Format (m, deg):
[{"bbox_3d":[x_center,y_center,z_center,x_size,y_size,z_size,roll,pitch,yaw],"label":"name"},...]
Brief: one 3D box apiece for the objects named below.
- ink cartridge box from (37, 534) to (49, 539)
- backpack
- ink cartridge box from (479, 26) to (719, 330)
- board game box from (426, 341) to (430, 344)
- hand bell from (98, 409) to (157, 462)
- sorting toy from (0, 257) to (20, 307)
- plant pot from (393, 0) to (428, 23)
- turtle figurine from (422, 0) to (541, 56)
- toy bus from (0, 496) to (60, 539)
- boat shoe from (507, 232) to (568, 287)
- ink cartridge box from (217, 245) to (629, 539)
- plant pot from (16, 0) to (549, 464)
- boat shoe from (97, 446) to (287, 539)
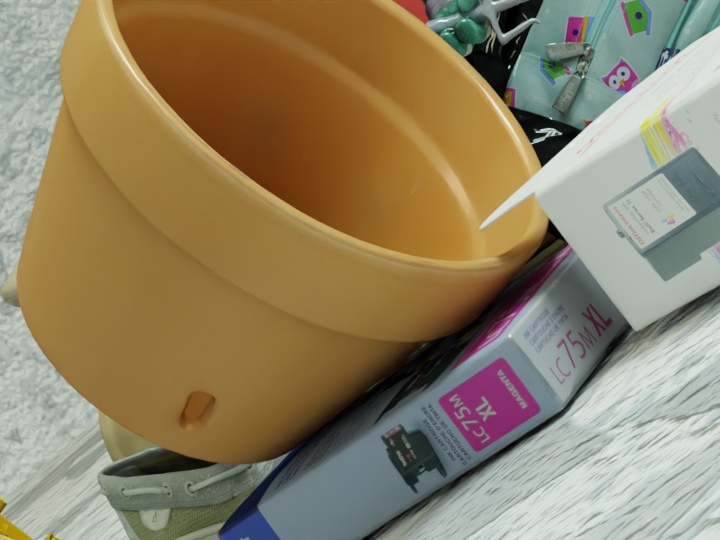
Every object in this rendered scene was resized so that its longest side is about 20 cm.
[{"bbox_3d":[-0.215,0.219,1.410,0.200,0.059,0.104,-42,4,-37],"label":"ink cartridge box"},{"bbox_3d":[0.125,-0.113,1.332,0.201,0.126,0.167,-61,-2,-4],"label":"backpack"},{"bbox_3d":[0.143,-0.051,1.059,0.117,0.067,0.200,-42,6,-37],"label":"ink cartridge box"},{"bbox_3d":[0.000,0.000,1.451,0.028,0.136,0.200,2,-10,-16],"label":"board game box"},{"bbox_3d":[-0.040,0.043,1.426,0.104,0.104,0.200,-42,3,-35],"label":"hand bell"},{"bbox_3d":[-0.089,-0.067,1.354,0.186,0.036,0.200,-60,12,-15],"label":"sorting toy"},{"bbox_3d":[0.019,-0.079,1.640,0.200,0.201,0.183,-36,10,40],"label":"plant pot"},{"bbox_3d":[0.027,-0.166,1.247,0.199,0.151,0.101,-6,13,-13],"label":"turtle figurine"},{"bbox_3d":[-0.190,0.178,1.244,0.192,0.135,0.200,-53,8,-8],"label":"toy bus"},{"bbox_3d":[0.102,-0.053,1.493,0.200,0.068,0.072,-44,7,-40],"label":"boat shoe"},{"bbox_3d":[0.021,0.061,1.165,0.200,0.042,0.119,-39,3,34],"label":"ink cartridge box"},{"bbox_3d":[-0.046,-0.020,1.162,0.140,0.200,0.200,-54,-4,29],"label":"plant pot"},{"bbox_3d":[-0.052,0.084,1.380,0.202,0.065,0.074,-35,6,48],"label":"boat shoe"}]
